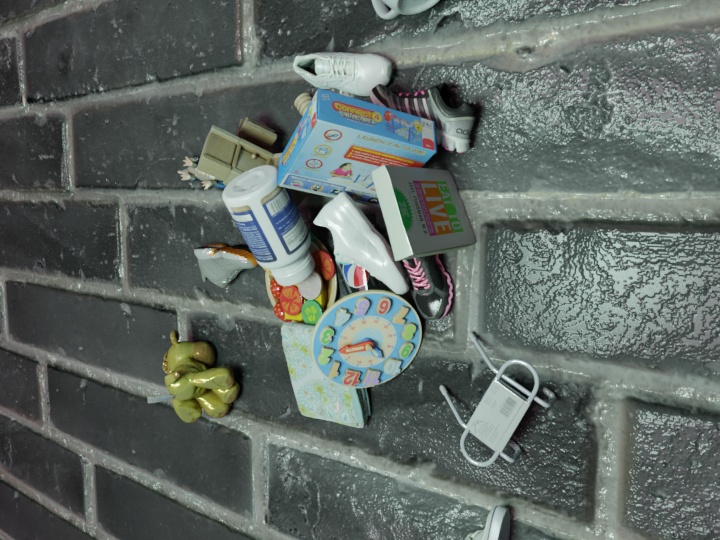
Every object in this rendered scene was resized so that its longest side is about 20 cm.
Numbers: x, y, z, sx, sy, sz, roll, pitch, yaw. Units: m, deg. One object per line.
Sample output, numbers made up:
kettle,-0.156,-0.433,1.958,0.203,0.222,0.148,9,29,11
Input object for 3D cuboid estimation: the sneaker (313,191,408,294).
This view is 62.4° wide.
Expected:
sneaker,0.001,-0.030,1.012,0.088,0.075,0.201,-37,93,10

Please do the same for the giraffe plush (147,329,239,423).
giraffe plush,-0.384,0.230,1.355,0.174,0.198,0.163,-59,34,29

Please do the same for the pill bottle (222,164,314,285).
pill bottle,-0.155,-0.075,1.065,0.110,0.111,0.202,4,132,35

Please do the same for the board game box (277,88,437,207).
board game box,-0.011,-0.185,0.952,0.196,0.197,0.057,139,135,-57

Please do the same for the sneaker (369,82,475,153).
sneaker,0.106,-0.271,0.973,0.199,0.073,0.088,34,114,23

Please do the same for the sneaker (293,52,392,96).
sneaker,-0.036,-0.354,1.062,0.198,0.080,0.072,12,101,33

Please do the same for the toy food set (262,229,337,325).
toy food set,-0.124,0.016,1.190,0.196,0.048,0.204,3,97,36

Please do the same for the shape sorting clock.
shape sorting clock,0.012,0.124,1.031,0.202,0.198,0.039,-61,25,24

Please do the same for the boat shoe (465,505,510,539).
boat shoe,0.202,0.478,1.000,0.069,0.071,0.203,16,112,30

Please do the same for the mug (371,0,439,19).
mug,0.058,-0.494,0.947,0.178,0.146,0.200,70,158,10

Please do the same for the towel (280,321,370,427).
towel,-0.070,0.201,1.149,0.169,0.048,0.203,2,111,35

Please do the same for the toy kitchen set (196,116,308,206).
toy kitchen set,-0.165,-0.252,1.097,0.180,0.198,0.165,-40,36,48

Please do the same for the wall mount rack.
wall mount rack,0.208,0.205,0.960,0.173,0.074,0.202,35,115,24

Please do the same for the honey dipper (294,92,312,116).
honey dipper,-0.058,-0.249,1.117,0.038,0.038,0.201,-44,72,31

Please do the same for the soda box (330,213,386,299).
soda box,0.000,0.000,1.083,0.063,0.070,0.203,-9,91,33

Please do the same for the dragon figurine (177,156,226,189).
dragon figurine,-0.324,-0.211,1.301,0.197,0.099,0.060,15,104,14

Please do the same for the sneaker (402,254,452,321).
sneaker,0.097,-0.011,0.997,0.078,0.095,0.203,-10,91,34

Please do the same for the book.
book,0.098,-0.091,0.920,0.048,0.199,0.136,-19,85,36

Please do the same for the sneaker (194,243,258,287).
sneaker,-0.284,-0.007,1.298,0.198,0.075,0.094,6,107,43
